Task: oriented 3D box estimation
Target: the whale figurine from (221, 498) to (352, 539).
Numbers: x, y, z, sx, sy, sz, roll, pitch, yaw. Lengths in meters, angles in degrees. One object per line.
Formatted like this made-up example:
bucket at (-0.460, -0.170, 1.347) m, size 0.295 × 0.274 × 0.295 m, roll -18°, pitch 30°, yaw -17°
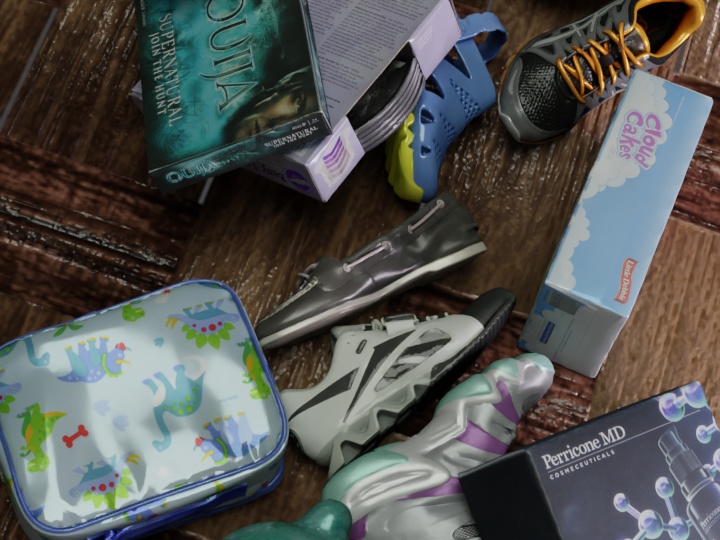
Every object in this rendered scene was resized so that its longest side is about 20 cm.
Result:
whale figurine at (-0.021, 0.226, 1.154) m, size 0.199 × 0.104 × 0.160 m, roll -3°, pitch 71°, yaw 11°

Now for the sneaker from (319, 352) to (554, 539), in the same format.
sneaker at (0.085, 0.160, 1.238) m, size 0.200 × 0.078 × 0.140 m, roll -35°, pitch 74°, yaw -10°

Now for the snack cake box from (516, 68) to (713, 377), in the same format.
snack cake box at (0.190, -0.035, 1.315) m, size 0.067 × 0.115 × 0.201 m, roll 23°, pitch 64°, yaw 6°

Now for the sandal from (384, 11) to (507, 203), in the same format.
sandal at (0.067, -0.142, 1.380) m, size 0.087 × 0.080 × 0.201 m, roll 12°, pitch 65°, yaw -4°

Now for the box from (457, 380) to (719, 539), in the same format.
box at (0.181, 0.196, 1.168) m, size 0.148 × 0.107 × 0.201 m, roll -18°, pitch 82°, yaw -26°

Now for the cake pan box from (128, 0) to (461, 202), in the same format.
cake pan box at (-0.047, -0.158, 1.341) m, size 0.199 × 0.052 × 0.185 m, roll 23°, pitch 66°, yaw 34°

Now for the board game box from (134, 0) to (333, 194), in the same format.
board game box at (-0.098, -0.156, 1.308) m, size 0.135 × 0.028 × 0.201 m, roll -19°, pitch 48°, yaw 8°

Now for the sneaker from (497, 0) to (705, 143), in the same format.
sneaker at (0.190, -0.171, 1.391) m, size 0.200 × 0.077 × 0.078 m, roll -39°, pitch 103°, yaw -20°

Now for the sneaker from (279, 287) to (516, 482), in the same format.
sneaker at (0.025, 0.059, 1.276) m, size 0.200 × 0.074 × 0.089 m, roll -37°, pitch 75°, yaw -21°

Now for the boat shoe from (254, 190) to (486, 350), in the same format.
boat shoe at (0.000, 0.000, 1.305) m, size 0.199 × 0.067 × 0.057 m, roll -24°, pitch 81°, yaw -23°

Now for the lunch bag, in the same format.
lunch bag at (-0.157, 0.107, 1.230) m, size 0.199 × 0.083 × 0.161 m, roll -19°, pitch 66°, yaw -14°
